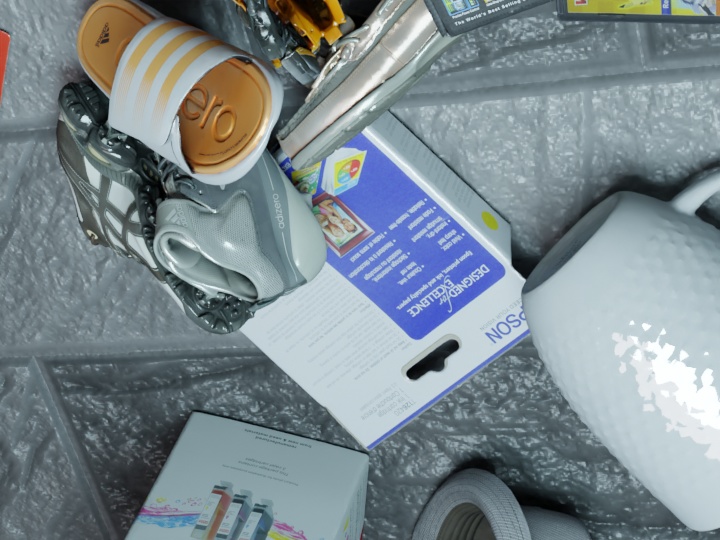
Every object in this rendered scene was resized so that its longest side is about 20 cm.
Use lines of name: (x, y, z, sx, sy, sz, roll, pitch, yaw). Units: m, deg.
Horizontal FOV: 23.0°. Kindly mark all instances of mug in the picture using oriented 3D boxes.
mug: (0.206, 0.026, 1.069, 0.175, 0.148, 0.200, 44, 97, -5)

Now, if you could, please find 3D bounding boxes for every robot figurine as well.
robot figurine: (-0.072, -0.197, 0.992, 0.058, 0.145, 0.200, -32, 125, 10)

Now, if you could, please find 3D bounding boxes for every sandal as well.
sandal: (-0.126, -0.113, 1.040, 0.206, 0.059, 0.080, 32, 101, 43)

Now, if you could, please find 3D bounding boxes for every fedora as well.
fedora: (0.110, 0.229, 1.252, 0.090, 0.178, 0.200, -1, 154, -19)

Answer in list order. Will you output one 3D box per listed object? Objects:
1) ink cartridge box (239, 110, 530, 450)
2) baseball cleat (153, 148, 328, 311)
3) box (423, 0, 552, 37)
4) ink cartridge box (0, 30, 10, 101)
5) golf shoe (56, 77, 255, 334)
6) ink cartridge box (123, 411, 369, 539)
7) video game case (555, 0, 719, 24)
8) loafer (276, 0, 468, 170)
ink cartridge box: (0.000, 0.000, 1.176, 0.200, 0.047, 0.197, 42, 126, -13)
baseball cleat: (-0.102, -0.067, 1.088, 0.200, 0.106, 0.070, 51, 140, 10)
box: (0.101, -0.223, 0.908, 0.199, 0.044, 0.161, -17, 127, 18)
ink cartridge box: (-0.349, -0.125, 1.212, 0.199, 0.057, 0.163, 25, 129, 8)
golf shoe: (-0.134, -0.035, 1.158, 0.201, 0.077, 0.095, 58, 144, 16)
ink cartridge box: (-0.091, 0.231, 1.274, 0.144, 0.200, 0.146, 14, 128, 11)
video game case: (0.190, -0.226, 0.953, 0.179, 0.026, 0.201, 4, 126, 17)
loafer: (0.021, -0.142, 1.042, 0.200, 0.072, 0.063, -39, 88, 18)
